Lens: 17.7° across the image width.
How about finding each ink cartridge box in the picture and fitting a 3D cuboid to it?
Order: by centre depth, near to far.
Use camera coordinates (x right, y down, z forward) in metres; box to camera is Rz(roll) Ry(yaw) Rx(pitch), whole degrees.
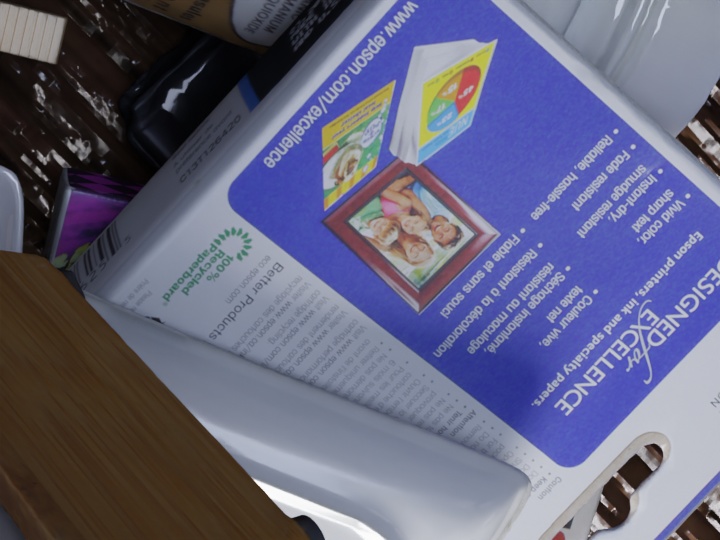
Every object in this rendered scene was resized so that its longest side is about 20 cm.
[{"bbox_3d":[0.020,0.024,0.711,0.200,0.047,0.198,39,99,-27],"label":"ink cartridge box"}]

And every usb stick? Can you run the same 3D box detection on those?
[{"bbox_3d":[0.000,0.000,0.788,0.055,0.033,0.200,-46,106,-9],"label":"usb stick"}]

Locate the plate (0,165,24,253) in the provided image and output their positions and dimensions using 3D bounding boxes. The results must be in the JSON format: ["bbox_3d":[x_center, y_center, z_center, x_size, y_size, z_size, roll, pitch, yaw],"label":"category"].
[{"bbox_3d":[-0.208,0.057,0.719,0.200,0.032,0.200,4,100,-3],"label":"plate"}]

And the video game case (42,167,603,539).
[{"bbox_3d":[-0.023,0.076,0.768,0.200,0.036,0.182,14,102,-11],"label":"video game case"}]

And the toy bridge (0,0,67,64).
[{"bbox_3d":[-0.148,0.001,0.748,0.067,0.027,0.200,12,95,-16],"label":"toy bridge"}]

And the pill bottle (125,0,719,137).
[{"bbox_3d":[0.017,-0.110,0.734,0.200,0.114,0.114,20,92,-18],"label":"pill bottle"}]

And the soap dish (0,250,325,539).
[{"bbox_3d":[-0.073,0.091,0.565,0.081,0.200,0.158,-17,119,-22],"label":"soap dish"}]

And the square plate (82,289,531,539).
[{"bbox_3d":[-0.077,0.110,0.691,0.200,0.028,0.198,23,110,-19],"label":"square plate"}]
